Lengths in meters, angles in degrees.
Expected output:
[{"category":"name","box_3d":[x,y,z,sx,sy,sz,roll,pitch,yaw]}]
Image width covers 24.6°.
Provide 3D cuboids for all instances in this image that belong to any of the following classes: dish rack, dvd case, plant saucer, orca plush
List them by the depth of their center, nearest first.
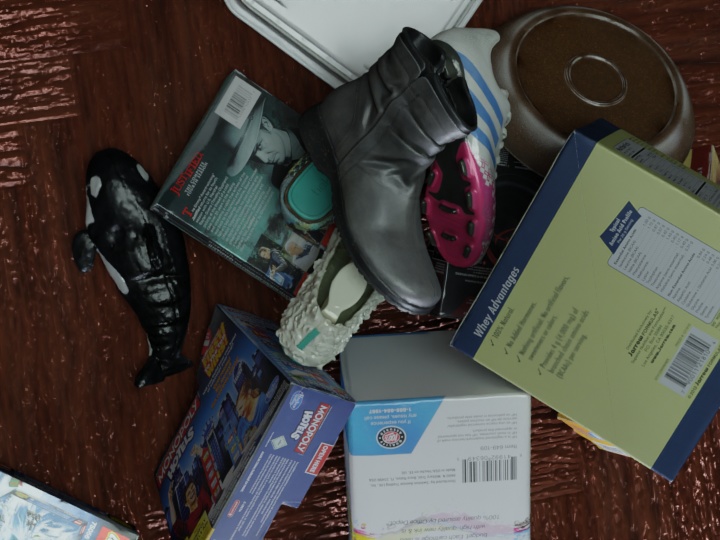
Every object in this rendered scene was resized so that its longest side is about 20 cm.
[{"category":"orca plush","box_3d":[-0.185,-0.001,1.371,0.105,0.071,0.200,-2,95,-13]},{"category":"dvd case","box_3d":[-0.060,-0.057,1.398,0.200,0.022,0.146,33,67,-15]},{"category":"dish rack","box_3d":[0.000,-0.246,1.408,0.200,0.044,0.172,35,88,-12]},{"category":"plant saucer","box_3d":[0.197,-0.155,1.409,0.200,0.032,0.201,8,56,-11]}]

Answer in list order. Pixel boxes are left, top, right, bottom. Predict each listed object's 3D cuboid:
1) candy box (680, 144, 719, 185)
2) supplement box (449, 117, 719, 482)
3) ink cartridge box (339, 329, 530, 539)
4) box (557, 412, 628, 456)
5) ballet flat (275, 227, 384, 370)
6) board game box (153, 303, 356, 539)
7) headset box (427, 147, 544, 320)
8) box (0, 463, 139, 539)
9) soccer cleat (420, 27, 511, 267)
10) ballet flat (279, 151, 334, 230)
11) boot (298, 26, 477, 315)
[{"category":"candy box","box_3d":[0.305,0.006,1.431,0.055,0.116,0.200,-12,121,24]},{"category":"supplement box","box_3d":[0.214,0.017,1.289,0.200,0.134,0.200,32,106,10]},{"category":"ink cartridge box","box_3d":[0.060,0.169,1.374,0.146,0.146,0.200,-3,110,-3]},{"category":"box","box_3d":[0.238,0.054,1.443,0.119,0.041,0.200,35,74,-58]},{"category":"ballet flat","box_3d":[0.000,0.000,1.331,0.072,0.072,0.200,42,46,-13]},{"category":"board game box","box_3d":[-0.097,0.126,1.360,0.062,0.200,0.200,19,112,-25]},{"category":"headset box","box_3d":[0.139,-0.031,1.441,0.148,0.075,0.200,7,93,-13]},{"category":"box","box_3d":[-0.293,0.279,1.388,0.137,0.040,0.200,28,88,-13]},{"category":"soccer cleat","box_3d":[0.094,-0.102,1.349,0.086,0.070,0.200,-26,120,-38]},{"category":"ballet flat","box_3d":[0.005,-0.108,1.381,0.200,0.074,0.074,-41,102,-15]},{"category":"boot","box_3d":[0.039,-0.078,1.266,0.132,0.070,0.200,-35,75,29]}]
